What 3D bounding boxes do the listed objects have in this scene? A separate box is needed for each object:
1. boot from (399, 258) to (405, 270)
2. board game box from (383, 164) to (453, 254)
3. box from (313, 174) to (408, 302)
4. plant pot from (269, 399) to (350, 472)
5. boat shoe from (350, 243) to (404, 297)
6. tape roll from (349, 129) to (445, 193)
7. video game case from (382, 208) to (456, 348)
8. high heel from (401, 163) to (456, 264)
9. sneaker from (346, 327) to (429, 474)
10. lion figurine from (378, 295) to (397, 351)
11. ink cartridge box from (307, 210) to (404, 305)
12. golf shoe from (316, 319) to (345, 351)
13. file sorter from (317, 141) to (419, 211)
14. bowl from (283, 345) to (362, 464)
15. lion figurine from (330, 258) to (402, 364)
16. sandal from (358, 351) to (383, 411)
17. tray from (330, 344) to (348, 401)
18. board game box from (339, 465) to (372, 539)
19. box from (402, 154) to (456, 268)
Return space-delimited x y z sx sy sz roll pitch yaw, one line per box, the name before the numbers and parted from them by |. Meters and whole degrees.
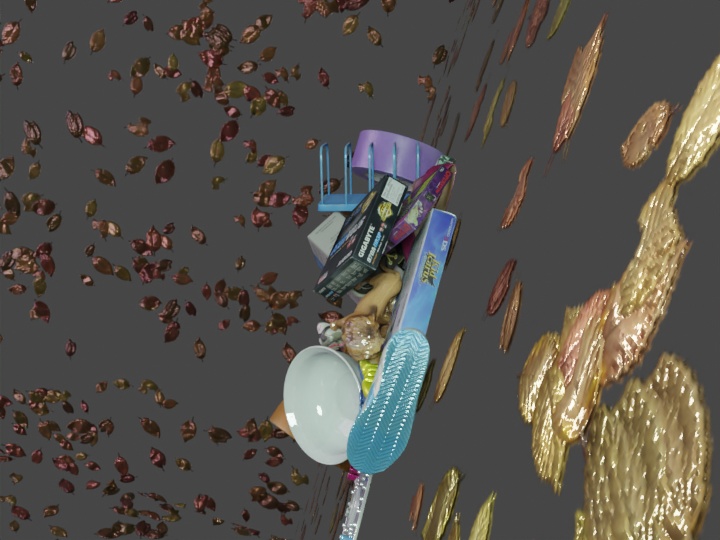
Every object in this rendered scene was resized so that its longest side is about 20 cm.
boot | 0.058 0.065 1.667 0.182 0.072 0.200 -59 4 -14
board game box | 0.074 -0.088 1.235 0.120 0.032 0.200 -51 5 -22
box | -0.001 -0.048 1.242 0.160 0.046 0.200 -67 12 -24
plant pot | -0.060 0.294 1.599 0.184 0.200 0.200 -57 -2 -11
boat shoe | 0.042 -0.036 1.353 0.202 0.072 0.061 -55 7 -37
tape roll | 0.082 -0.233 1.652 0.200 0.199 0.086 129 159 -87
video game case | 0.092 0.024 1.202 0.181 0.045 0.201 117 170 -76
high heel | 0.128 -0.093 1.335 0.096 0.067 0.201 -24 48 51
sneaker | 0.043 0.173 0.995 0.081 0.076 0.201 3 -70 -82
lion figurine | 0.041 0.119 1.360 0.123 0.072 0.201 -48 -22 -44
ink cartridge box | 0.000 0.000 1.476 0.084 0.200 0.146 -43 -20 -13
golf shoe | -0.011 0.139 1.607 0.073 0.092 0.199 -44 -29 25
file sorter | 0.022 -0.186 1.478 0.139 0.198 0.124 -76 -14 -75
bowl | -0.037 0.226 1.308 0.090 0.201 0.202 -4 -61 -47
lion figurine | 0.021 0.057 1.226 0.122 0.072 0.201 -17 46 61
sandal | 0.029 0.189 1.201 0.200 0.079 0.088 -67 -16 -72
tray | 0.007 0.195 1.458 0.201 0.098 0.037 -75 6 -48
board game box | -0.017 0.411 1.314 0.200 0.026 0.201 108 178 -63
box | 0.132 -0.107 1.469 0.144 0.036 0.201 110 175 -76
